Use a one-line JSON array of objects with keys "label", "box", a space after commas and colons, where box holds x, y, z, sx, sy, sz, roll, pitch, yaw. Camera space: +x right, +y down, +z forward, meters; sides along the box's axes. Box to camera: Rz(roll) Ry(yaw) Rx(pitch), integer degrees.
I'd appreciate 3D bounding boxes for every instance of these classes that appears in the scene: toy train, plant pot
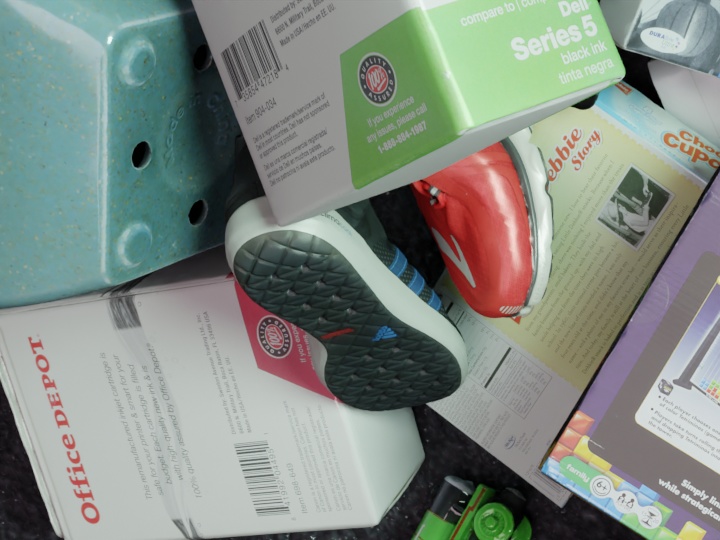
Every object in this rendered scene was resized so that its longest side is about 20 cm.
[{"label": "toy train", "box": [0.023, 0.197, 0.910, 0.056, 0.042, 0.200, 28, 88, 29]}, {"label": "plant pot", "box": [-0.144, -0.087, 0.798, 0.200, 0.196, 0.197, 21, 118, 34]}]

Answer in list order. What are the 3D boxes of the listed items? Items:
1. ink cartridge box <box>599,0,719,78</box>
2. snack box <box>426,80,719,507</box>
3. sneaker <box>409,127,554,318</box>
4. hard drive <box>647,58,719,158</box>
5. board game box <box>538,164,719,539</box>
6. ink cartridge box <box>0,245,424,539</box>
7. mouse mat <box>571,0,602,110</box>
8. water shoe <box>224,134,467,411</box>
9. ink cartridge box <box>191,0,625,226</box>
[{"label": "ink cartridge box", "box": [0.178, -0.173, 0.693, 0.099, 0.039, 0.200, 12, 111, -23]}, {"label": "snack box", "box": [0.102, 0.010, 0.829, 0.116, 0.037, 0.200, 37, 127, 11]}, {"label": "sneaker", "box": [0.019, -0.065, 0.781, 0.077, 0.085, 0.200, -33, 78, 56]}, {"label": "hard drive", "box": [0.244, -0.070, 0.757, 0.200, 0.026, 0.132, -21, 101, 30]}, {"label": "board game box", "box": [0.199, 0.062, 0.697, 0.200, 0.057, 0.166, 32, 104, 11]}, {"label": "ink cartridge box", "box": [-0.083, 0.064, 0.924, 0.200, 0.085, 0.146, -9, 106, 25]}, {"label": "mouse mat", "box": [0.050, -0.181, 0.756, 0.161, 0.008, 0.200, 29, 132, 46]}, {"label": "water shoe", "box": [0.000, 0.000, 0.797, 0.071, 0.200, 0.079, -13, 60, 15]}, {"label": "ink cartridge box", "box": [-0.005, -0.135, 0.656, 0.145, 0.084, 0.200, -22, 88, 58]}]
